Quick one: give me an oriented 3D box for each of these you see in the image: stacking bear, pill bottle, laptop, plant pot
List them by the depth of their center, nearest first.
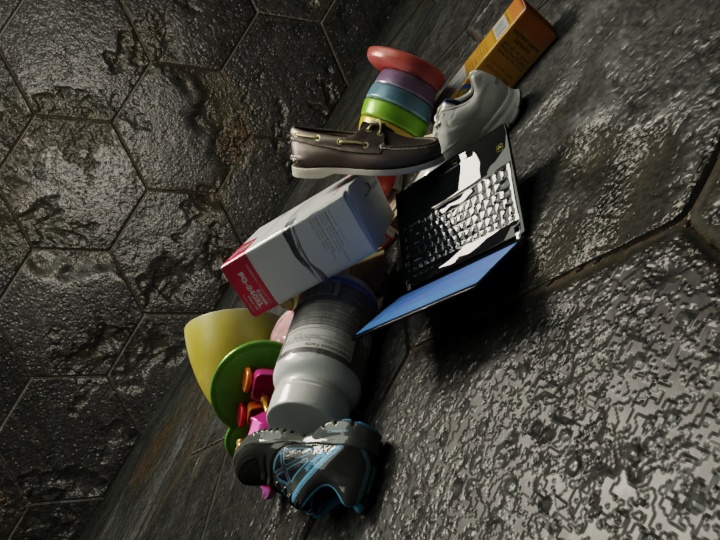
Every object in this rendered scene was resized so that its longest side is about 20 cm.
[{"bbox_3d":[0.072,-0.040,0.583,0.175,0.101,0.206,-27,58,44],"label":"laptop"},{"bbox_3d":[-0.045,0.109,0.699,0.114,0.112,0.203,-43,22,40],"label":"pill bottle"},{"bbox_3d":[0.041,-0.208,0.836,0.113,0.119,0.205,30,100,53],"label":"stacking bear"},{"bbox_3d":[-0.234,0.179,1.062,0.199,0.195,0.146,-39,52,48],"label":"plant pot"}]

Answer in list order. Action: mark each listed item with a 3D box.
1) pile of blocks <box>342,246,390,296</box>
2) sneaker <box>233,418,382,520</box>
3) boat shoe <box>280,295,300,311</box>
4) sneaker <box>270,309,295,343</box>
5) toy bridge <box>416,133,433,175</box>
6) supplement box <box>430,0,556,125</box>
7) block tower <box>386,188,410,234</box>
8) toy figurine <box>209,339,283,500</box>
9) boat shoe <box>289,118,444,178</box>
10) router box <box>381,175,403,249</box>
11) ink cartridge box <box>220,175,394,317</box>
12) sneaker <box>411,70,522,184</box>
[{"bbox_3d":[0.000,0.000,0.852,0.081,0.063,0.199,-33,23,-12],"label":"pile of blocks"},{"bbox_3d":[-0.068,0.212,0.585,0.197,0.073,0.084,-22,46,34],"label":"sneaker"},{"bbox_3d":[-0.122,0.020,0.945,0.064,0.072,0.200,-42,7,-12],"label":"boat shoe"},{"bbox_3d":[-0.096,0.105,0.924,0.200,0.075,0.105,-46,14,25],"label":"sneaker"},{"bbox_3d":[0.113,-0.186,0.920,0.067,0.027,0.202,-49,19,25],"label":"toy bridge"},{"bbox_3d":[0.185,-0.283,0.809,0.200,0.066,0.070,-48,22,35],"label":"supplement box"},{"bbox_3d":[0.071,-0.074,0.792,0.055,0.057,0.200,-56,14,4],"label":"block tower"},{"bbox_3d":[-0.128,0.227,0.754,0.184,0.146,0.206,-132,53,-64],"label":"toy figurine"},{"bbox_3d":[0.004,-0.149,0.673,0.194,0.061,0.072,2,21,22],"label":"boat shoe"},{"bbox_3d":[0.000,-0.072,1.010,0.180,0.048,0.203,-47,20,36],"label":"router box"},{"bbox_3d":[-0.062,-0.041,0.730,0.196,0.085,0.146,-27,15,22],"label":"ink cartridge box"},{"bbox_3d":[0.127,-0.183,0.765,0.201,0.086,0.075,-51,18,28],"label":"sneaker"}]
